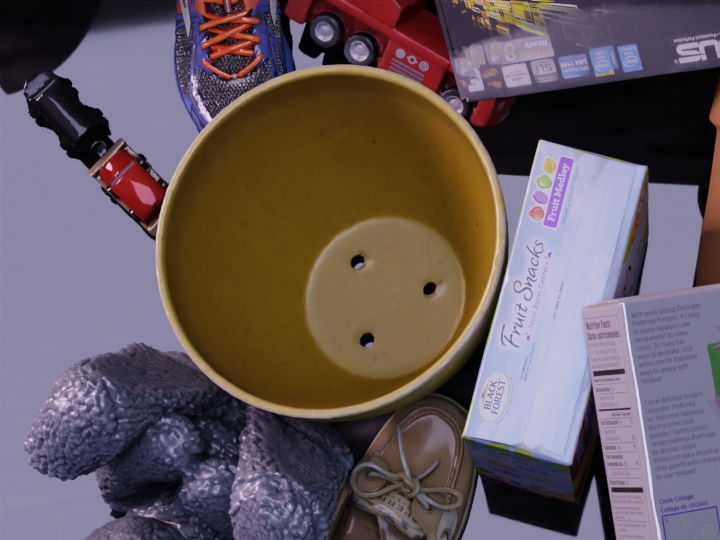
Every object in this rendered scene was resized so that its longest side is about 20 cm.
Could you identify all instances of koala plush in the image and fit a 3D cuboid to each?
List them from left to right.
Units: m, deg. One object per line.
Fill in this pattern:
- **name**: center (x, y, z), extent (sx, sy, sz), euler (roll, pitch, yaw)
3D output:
- **koala plush**: center (-0.110, 0.161, 1.698), extent (0.177, 0.184, 0.201), euler (28, 104, 8)

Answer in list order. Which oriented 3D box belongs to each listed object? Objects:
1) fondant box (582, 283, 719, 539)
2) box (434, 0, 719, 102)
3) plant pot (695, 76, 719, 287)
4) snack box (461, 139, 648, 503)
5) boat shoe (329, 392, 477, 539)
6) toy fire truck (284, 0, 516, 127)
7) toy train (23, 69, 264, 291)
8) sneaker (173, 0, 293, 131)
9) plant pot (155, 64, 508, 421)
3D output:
- **fondant box**: center (0.205, 0.105, 1.552), extent (0.144, 0.058, 0.201), euler (-8, 90, -18)
- **box**: center (0.131, -0.186, 1.648), extent (0.199, 0.049, 0.162), euler (-5, 113, 27)
- **plant pot**: center (0.275, -0.024, 1.676), extent (0.199, 0.200, 0.141), euler (22, 98, 8)
- **snack box**: center (0.111, 0.033, 1.664), extent (0.067, 0.200, 0.169), euler (14, 80, 7)
- **boat shoe**: center (0.011, 0.162, 1.718), extent (0.073, 0.063, 0.201), euler (23, 82, 9)
- **toy fire truck**: center (0.024, -0.188, 1.750), extent (0.200, 0.049, 0.141), euler (30, 122, 10)
- **toy train**: center (-0.129, -0.047, 1.776), extent (0.034, 0.046, 0.200), euler (-44, 80, -4)
- **sneaker**: center (-0.083, -0.168, 1.778), extent (0.075, 0.078, 0.201), euler (-8, 79, 4)
- **plant pot**: center (0.000, 0.000, 1.701), extent (0.199, 0.142, 0.201), euler (-4, 75, 15)
